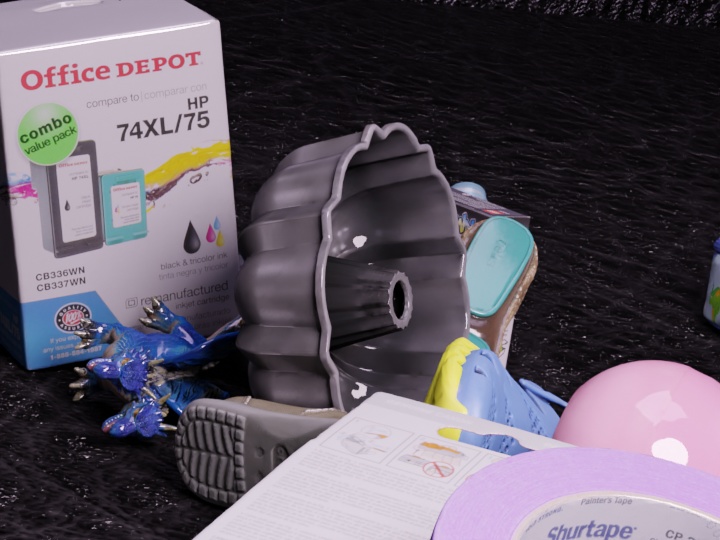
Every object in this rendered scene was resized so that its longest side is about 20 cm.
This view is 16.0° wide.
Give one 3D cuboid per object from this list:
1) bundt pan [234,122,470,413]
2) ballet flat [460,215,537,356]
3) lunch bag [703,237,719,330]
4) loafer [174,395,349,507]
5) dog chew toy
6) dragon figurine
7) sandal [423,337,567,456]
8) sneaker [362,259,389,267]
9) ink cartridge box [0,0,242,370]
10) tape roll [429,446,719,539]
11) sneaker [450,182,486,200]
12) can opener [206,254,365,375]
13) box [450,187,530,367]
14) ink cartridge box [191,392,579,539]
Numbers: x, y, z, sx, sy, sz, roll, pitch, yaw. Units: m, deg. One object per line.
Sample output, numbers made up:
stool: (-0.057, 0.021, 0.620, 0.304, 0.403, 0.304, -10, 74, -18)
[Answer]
bundt pan: (-0.010, 0.018, 1.449, 0.075, 0.204, 0.202, -2, 7, 25)
ballet flat: (0.057, 0.047, 1.610, 0.070, 0.065, 0.200, 31, 47, 9)
lunch bag: (0.369, 0.025, 1.942, 0.198, 0.083, 0.161, 7, 10, -14)
loafer: (-0.005, 0.102, 1.326, 0.199, 0.076, 0.069, 18, 19, 35)
dog chew toy: (0.191, 0.124, 1.281, 0.199, 0.125, 0.124, 20, 15, 15)
dragon figurine: (-0.101, 0.058, 1.493, 0.099, 0.059, 0.199, 19, 16, 37)
sandal: (0.080, 0.088, 1.401, 0.087, 0.080, 0.200, 22, 3, 14)
sneaker: (0.000, 0.000, 1.636, 0.085, 0.077, 0.200, -27, 7, -13)
ink cartridge box: (-0.169, -0.064, 1.600, 0.146, 0.202, 0.146, -11, 19, -20)
tape roll: (0.117, 0.158, 1.040, 0.199, 0.066, 0.201, 12, 32, -7)
sneaker: (0.068, -0.024, 1.933, 0.073, 0.083, 0.200, 8, 12, -2)
can opener: (-0.058, 0.032, 1.612, 0.053, 0.067, 0.200, -1, 8, -26)
box: (0.034, -0.009, 1.774, 0.035, 0.111, 0.200, -1, 16, -38)
ink cartridge box: (0.028, 0.131, 1.185, 0.159, 0.048, 0.200, 14, 27, 25)
